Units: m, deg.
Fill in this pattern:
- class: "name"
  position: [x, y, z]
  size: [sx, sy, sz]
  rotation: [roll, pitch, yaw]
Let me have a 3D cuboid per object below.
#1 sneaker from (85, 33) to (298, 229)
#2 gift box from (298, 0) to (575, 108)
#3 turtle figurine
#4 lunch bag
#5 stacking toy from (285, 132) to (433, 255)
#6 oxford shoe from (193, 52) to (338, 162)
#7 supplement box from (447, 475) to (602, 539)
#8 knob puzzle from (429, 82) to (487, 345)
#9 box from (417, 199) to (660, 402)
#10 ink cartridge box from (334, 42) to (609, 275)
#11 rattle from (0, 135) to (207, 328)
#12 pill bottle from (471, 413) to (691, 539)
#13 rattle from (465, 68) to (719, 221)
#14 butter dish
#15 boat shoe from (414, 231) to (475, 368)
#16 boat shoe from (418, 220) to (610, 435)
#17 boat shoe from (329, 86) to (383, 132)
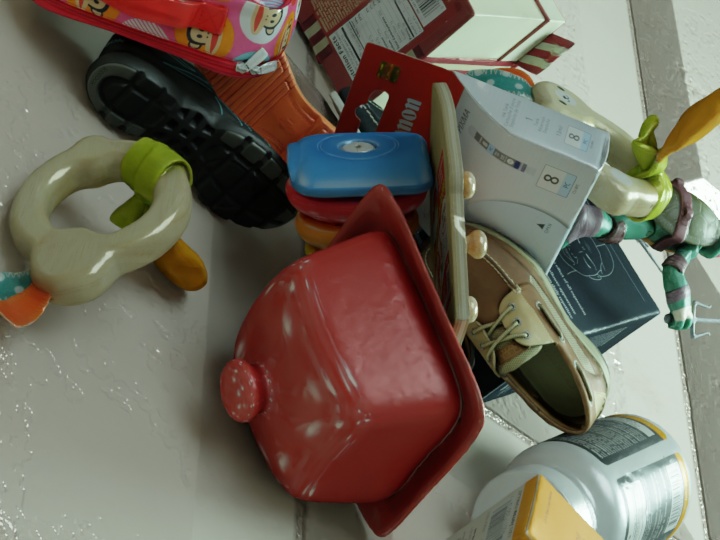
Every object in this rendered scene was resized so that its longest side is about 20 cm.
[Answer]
- class: "sneaker"
  position: [-0.118, -0.113, 1.681]
  size: [0.200, 0.075, 0.080]
  rotation: [41, 30, -21]
- class: "gift box"
  position: [0.071, -0.245, 1.968]
  size: [0.186, 0.199, 0.186]
  rotation: [-6, 68, -58]
- class: "turtle figurine"
  position: [0.249, -0.034, 1.878]
  size: [0.199, 0.101, 0.150]
  rotation: [22, 27, -25]
- class: "lunch bag"
  position: [-0.144, -0.215, 1.657]
  size: [0.198, 0.083, 0.176]
  rotation: [20, 22, 0]
- class: "stacking toy"
  position: [0.000, 0.000, 1.670]
  size: [0.116, 0.109, 0.202]
  rotation: [-95, -177, -68]
- class: "oxford shoe"
  position: [-0.073, -0.143, 1.797]
  size: [0.201, 0.071, 0.073]
  rotation: [53, 12, -14]
- class: "supplement box"
  position: [0.082, 0.245, 1.449]
  size: [0.126, 0.200, 0.074]
  rotation: [44, 27, -12]
- class: "knob puzzle"
  position: [0.071, -0.040, 1.590]
  size: [0.030, 0.221, 0.221]
  rotation: [-2, 47, -2]
- class: "box"
  position: [0.142, 0.012, 1.883]
  size: [0.199, 0.107, 0.149]
  rotation: [-11, 67, -57]
- class: "ink cartridge box"
  position: [0.075, -0.078, 1.705]
  size: [0.198, 0.161, 0.048]
  rotation: [21, 52, -2]
- class: "rattle"
  position: [-0.189, 0.010, 1.499]
  size: [0.129, 0.143, 0.201]
  rotation: [20, 49, 7]
- class: "pill bottle"
  position: [0.174, 0.185, 1.740]
  size: [0.199, 0.116, 0.117]
  rotation: [-12, 69, -57]
- class: "rattle"
  position: [0.187, -0.146, 1.774]
  size: [0.129, 0.144, 0.200]
  rotation: [-12, 51, -37]
- class: "butter dish"
  position: [-0.029, 0.074, 1.539]
  size: [0.147, 0.200, 0.201]
  rotation: [-9, 64, -32]
- class: "boat shoe"
  position: [0.041, 0.011, 1.765]
  size: [0.071, 0.068, 0.201]
  rotation: [-11, 62, -21]
- class: "boat shoe"
  position: [0.124, 0.047, 1.712]
  size: [0.200, 0.076, 0.074]
  rotation: [45, 26, -15]
- class: "boat shoe"
  position: [0.042, -0.103, 1.856]
  size: [0.200, 0.060, 0.076]
  rotation: [44, 15, -52]
